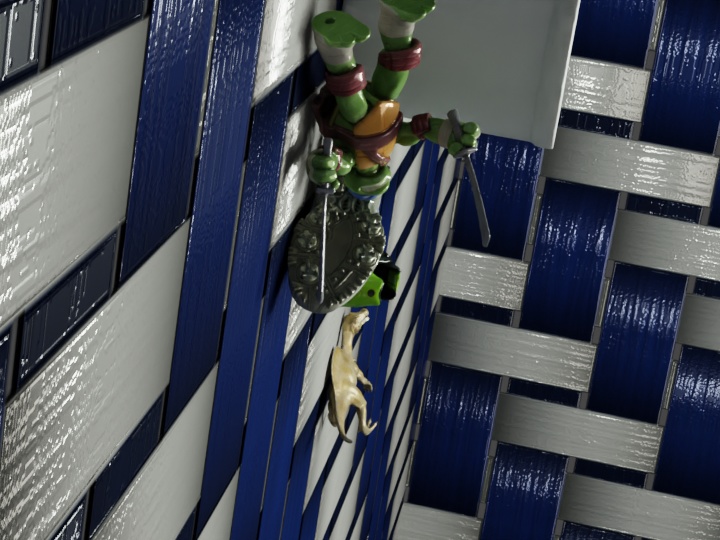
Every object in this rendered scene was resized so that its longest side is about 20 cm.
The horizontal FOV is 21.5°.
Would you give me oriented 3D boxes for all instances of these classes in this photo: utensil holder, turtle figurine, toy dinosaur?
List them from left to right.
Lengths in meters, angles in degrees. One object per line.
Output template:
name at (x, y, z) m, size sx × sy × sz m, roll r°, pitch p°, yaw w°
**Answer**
toy dinosaur at (-0.019, 0.135, 2.080) m, size 0.101 × 0.058 × 0.200 m, roll 73°, pitch 16°, yaw -45°
turtle figurine at (0.027, -0.111, 1.508) m, size 0.200 × 0.143 × 0.194 m, roll -92°, pitch 178°, yaw -50°
utensil holder at (0.089, -0.209, 1.689) m, size 0.170 × 0.199 × 0.170 m, roll 11°, pitch 90°, yaw -84°

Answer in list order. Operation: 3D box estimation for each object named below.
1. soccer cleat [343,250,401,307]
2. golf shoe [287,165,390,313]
soccer cleat at (0.000, 0.000, 1.787) m, size 0.200 × 0.081 × 0.068 m, roll -59°, pitch 159°, yaw -74°
golf shoe at (-0.018, -0.023, 1.631) m, size 0.097 × 0.078 × 0.200 m, roll 104°, pitch 3°, yaw -47°
